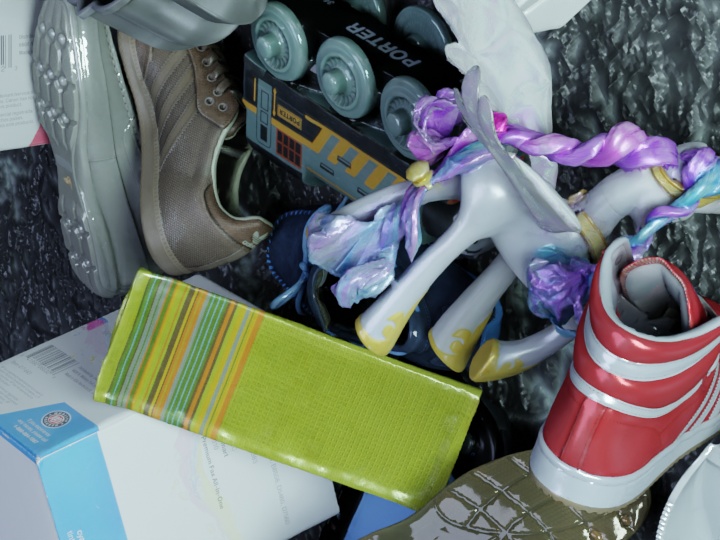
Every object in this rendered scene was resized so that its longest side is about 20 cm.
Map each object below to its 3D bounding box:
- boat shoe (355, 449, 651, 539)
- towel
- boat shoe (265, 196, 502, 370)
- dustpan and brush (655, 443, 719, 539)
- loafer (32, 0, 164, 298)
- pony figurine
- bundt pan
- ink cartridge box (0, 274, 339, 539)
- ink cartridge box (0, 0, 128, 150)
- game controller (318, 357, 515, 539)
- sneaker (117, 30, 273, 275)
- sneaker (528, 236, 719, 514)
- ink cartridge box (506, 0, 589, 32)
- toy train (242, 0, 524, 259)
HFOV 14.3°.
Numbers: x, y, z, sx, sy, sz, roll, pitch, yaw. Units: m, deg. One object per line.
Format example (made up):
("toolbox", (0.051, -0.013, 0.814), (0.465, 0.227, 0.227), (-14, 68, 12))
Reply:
("boat shoe", (0.066, 0.146, 1.539), (0.199, 0.068, 0.072), (-26, 80, 17))
("towel", (-0.041, 0.067, 1.548), (0.199, 0.018, 0.086), (20, 119, -2))
("boat shoe", (0.000, 0.000, 1.588), (0.200, 0.068, 0.085), (17, 101, 54))
("dustpan and brush", (0.193, 0.181, 1.427), (0.139, 0.057, 0.200), (34, 151, 8))
("loafer", (-0.151, -0.081, 1.730), (0.070, 0.070, 0.201), (37, 140, 50))
("pony figurine", (0.072, -0.039, 1.409), (0.200, 0.193, 0.167), (-36, 33, 23))
("bundt pan", (-0.073, -0.203, 1.570), (0.202, 0.076, 0.202), (-41, 28, 27))
("ink cartridge box", (-0.114, 0.100, 1.662), (0.128, 0.199, 0.126), (29, 137, 54))
("ink cartridge box", (-0.219, -0.180, 1.745), (0.083, 0.146, 0.201), (21, 115, 50))
("game controller", (0.028, 0.137, 1.629), (0.104, 0.042, 0.201), (46, 130, 30))
("sneaker", (-0.092, -0.098, 1.689), (0.075, 0.070, 0.201), (-12, 76, 20))
("sneaker", (0.149, 0.028, 1.355), (0.071, 0.200, 0.113), (26, 120, 14))
("ink cartridge box", (0.068, -0.234, 1.467), (0.116, 0.067, 0.201), (-41, 71, 45))
("toy train", (0.011, -0.085, 1.567), (0.200, 0.085, 0.114), (33, 135, 37))
